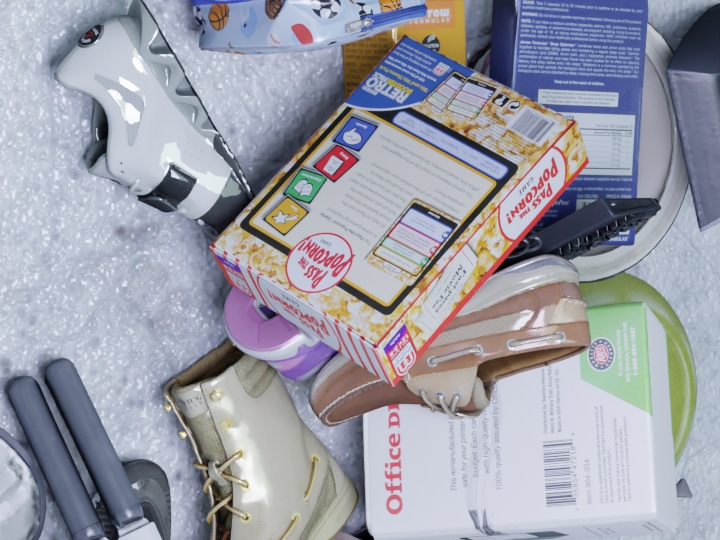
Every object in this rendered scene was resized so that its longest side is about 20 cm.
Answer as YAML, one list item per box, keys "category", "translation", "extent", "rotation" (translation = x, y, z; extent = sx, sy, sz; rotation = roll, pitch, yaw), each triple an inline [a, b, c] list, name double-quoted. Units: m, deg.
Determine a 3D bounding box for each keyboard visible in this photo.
- category: "keyboard"
  translation: [0.100, -0.002, 1.438]
  extent: [0.127, 0.199, 0.021]
  rotation: [-3, 69, -47]

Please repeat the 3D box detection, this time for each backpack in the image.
- category: "backpack"
  translation: [-0.025, -0.219, 1.373]
  extent: [0.190, 0.199, 0.155]
  rotation: [-25, 113, -33]

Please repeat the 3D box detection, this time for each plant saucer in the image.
- category: "plant saucer"
  translation: [0.186, 0.101, 1.628]
  extent: [0.199, 0.031, 0.202]
  rotation: [-4, 98, -31]

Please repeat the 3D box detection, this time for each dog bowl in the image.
- category: "dog bowl"
  translation: [0.145, -0.094, 1.548]
  extent: [0.199, 0.074, 0.202]
  rotation: [-5, 98, -34]

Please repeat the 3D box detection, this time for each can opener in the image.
- category: "can opener"
  translation: [-0.163, 0.150, 1.351]
  extent: [0.053, 0.067, 0.201]
  rotation: [-25, 82, -10]

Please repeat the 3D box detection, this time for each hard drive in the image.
- category: "hard drive"
  translation: [0.274, -0.119, 1.585]
  extent: [0.200, 0.042, 0.136]
  rotation: [-45, 124, -61]

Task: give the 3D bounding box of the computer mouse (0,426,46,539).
- category: "computer mouse"
  translation: [-0.273, 0.101, 1.339]
  extent: [0.138, 0.053, 0.201]
  rotation: [-40, 105, -24]

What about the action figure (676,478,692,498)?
- category: "action figure"
  translation: [0.115, 0.120, 1.529]
  extent: [0.192, 0.105, 0.201]
  rotation: [-23, 101, 7]

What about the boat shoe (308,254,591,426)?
- category: "boat shoe"
  translation: [0.059, 0.060, 1.402]
  extent: [0.072, 0.199, 0.076]
  rotation: [68, 14, 19]

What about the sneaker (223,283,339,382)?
- category: "sneaker"
  translation: [0.000, 0.000, 1.428]
  extent: [0.200, 0.080, 0.089]
  rotation: [-41, 145, -11]

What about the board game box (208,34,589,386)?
- category: "board game box"
  translation: [0.025, -0.043, 1.363]
  extent: [0.200, 0.151, 0.046]
  rotation: [-47, 144, -17]

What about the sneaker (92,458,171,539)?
- category: "sneaker"
  translation: [-0.152, 0.226, 1.401]
  extent: [0.066, 0.090, 0.202]
  rotation: [17, 87, -33]

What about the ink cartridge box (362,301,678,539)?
- category: "ink cartridge box"
  translation: [0.108, 0.109, 1.458]
  extent: [0.084, 0.198, 0.147]
  rotation: [36, 51, -67]

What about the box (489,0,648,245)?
- category: "box"
  translation: [0.142, -0.118, 1.479]
  extent: [0.120, 0.032, 0.202]
  rotation: [0, 97, -34]

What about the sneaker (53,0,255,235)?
- category: "sneaker"
  translation: [-0.130, -0.073, 1.397]
  extent: [0.088, 0.074, 0.201]
  rotation: [-33, 115, -4]

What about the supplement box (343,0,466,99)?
- category: "supplement box"
  translation: [0.033, -0.090, 1.489]
  extent: [0.066, 0.069, 0.202]
  rotation: [-8, 99, -32]

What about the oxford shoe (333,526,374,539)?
- category: "oxford shoe"
  translation: [-0.036, 0.220, 1.489]
  extent: [0.199, 0.071, 0.074]
  rotation: [-18, 102, -39]

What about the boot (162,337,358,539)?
- category: "boot"
  translation: [-0.090, 0.147, 1.416]
  extent: [0.200, 0.072, 0.156]
  rotation: [-48, 119, -43]
